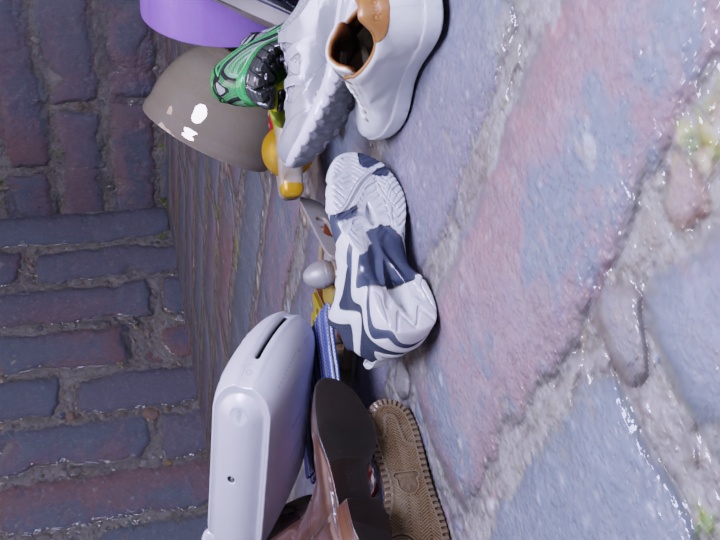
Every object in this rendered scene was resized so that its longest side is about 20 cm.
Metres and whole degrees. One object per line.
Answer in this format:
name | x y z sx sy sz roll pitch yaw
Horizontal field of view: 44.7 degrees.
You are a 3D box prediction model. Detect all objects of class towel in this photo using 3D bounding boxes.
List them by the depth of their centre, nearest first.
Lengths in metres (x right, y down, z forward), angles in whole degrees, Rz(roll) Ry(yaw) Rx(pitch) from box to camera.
towel | -0.042 0.141 0.960 0.200 0.024 0.147 117 147 -61

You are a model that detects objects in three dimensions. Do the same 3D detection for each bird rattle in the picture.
bird rattle | -0.094 -0.166 1.032 0.200 0.111 0.165 -150 57 -71

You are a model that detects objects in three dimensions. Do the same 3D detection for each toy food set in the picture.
toy food set | -0.050 0.034 1.040 0.144 0.060 0.202 -121 30 -55

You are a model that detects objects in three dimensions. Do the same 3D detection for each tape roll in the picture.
tape roll | -0.176 -0.351 1.094 0.201 0.197 0.066 -115 24 -47

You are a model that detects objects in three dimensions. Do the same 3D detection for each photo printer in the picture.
photo printer | -0.098 0.152 0.892 0.167 0.069 0.202 -59 -22 -63

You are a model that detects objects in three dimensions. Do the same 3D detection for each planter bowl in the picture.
planter bowl | -0.191 -0.249 1.247 0.136 0.198 0.201 -60 29 16

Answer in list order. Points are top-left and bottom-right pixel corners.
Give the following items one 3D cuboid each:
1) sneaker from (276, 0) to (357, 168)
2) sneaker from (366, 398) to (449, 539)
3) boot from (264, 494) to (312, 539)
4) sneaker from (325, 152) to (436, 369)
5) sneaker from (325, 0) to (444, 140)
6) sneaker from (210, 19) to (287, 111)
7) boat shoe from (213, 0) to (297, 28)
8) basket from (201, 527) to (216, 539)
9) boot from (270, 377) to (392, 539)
sneaker | -0.042 -0.194 0.805 0.075 0.081 0.202 -25 -42 -66
sneaker | 0.028 0.236 0.823 0.113 0.070 0.202 113 155 -51
boot | -0.026 0.288 0.889 0.200 0.144 0.071 -156 66 -71
sneaker | 0.000 0.000 0.823 0.201 0.079 0.130 66 149 22
sneaker | 0.004 -0.177 0.747 0.200 0.084 0.074 114 145 -65
sneaker | -0.080 -0.224 0.888 0.200 0.084 0.079 -46 -43 -49
boat shoe | -0.113 -0.328 0.967 0.074 0.199 0.094 28 100 49
basket | -0.078 0.389 1.015 0.161 0.196 0.202 117 144 -64
boot | -0.056 0.227 0.816 0.201 0.064 0.188 -53 35 36
